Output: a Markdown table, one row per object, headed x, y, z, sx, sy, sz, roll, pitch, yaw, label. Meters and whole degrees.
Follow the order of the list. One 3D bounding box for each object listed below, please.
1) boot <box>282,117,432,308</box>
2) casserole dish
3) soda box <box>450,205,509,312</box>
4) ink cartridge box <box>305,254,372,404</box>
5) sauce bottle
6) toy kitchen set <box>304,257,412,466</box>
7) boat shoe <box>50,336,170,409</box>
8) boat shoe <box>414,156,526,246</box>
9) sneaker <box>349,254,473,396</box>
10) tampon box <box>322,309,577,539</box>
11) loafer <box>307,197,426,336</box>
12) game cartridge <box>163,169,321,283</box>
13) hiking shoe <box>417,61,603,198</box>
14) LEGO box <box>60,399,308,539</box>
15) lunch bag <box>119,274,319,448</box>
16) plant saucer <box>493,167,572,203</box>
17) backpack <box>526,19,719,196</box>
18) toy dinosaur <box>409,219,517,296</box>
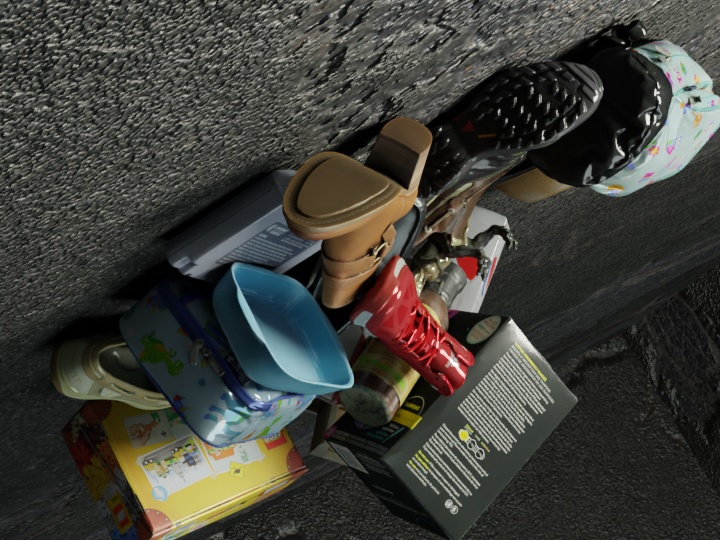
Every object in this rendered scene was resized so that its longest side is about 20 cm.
| x | y | z | sx | sy | sz | roll | pitch | yaw | label |
| --- | --- | --- | --- | --- | --- | --- | --- | --- | --- |
| -0.012 | -0.029 | 1.222 | 0.200 | 0.074 | 0.155 | -34 | 153 | -49 | boot |
| -0.072 | 0.058 | 1.297 | 0.039 | 0.122 | 0.200 | -33 | 162 | 16 | casserole dish |
| 0.105 | 0.027 | 1.642 | 0.068 | 0.063 | 0.201 | 49 | 61 | -77 | soda box |
| -0.010 | 0.062 | 1.567 | 0.146 | 0.083 | 0.200 | -65 | 168 | 1 | ink cartridge box |
| 0.048 | 0.068 | 1.489 | 0.200 | 0.065 | 0.065 | -57 | -174 | -36 | sauce bottle |
| -0.017 | 0.098 | 1.711 | 0.162 | 0.201 | 0.180 | 19 | 149 | -14 | toy kitchen set |
| -0.199 | 0.091 | 1.371 | 0.063 | 0.074 | 0.200 | -10 | 166 | 36 | boat shoe |
| 0.082 | -0.060 | 1.439 | 0.202 | 0.075 | 0.075 | -29 | -175 | 13 | boat shoe |
| 0.059 | 0.054 | 1.348 | 0.078 | 0.115 | 0.200 | -53 | 172 | -2 | sneaker |
| 0.092 | 0.154 | 1.512 | 0.200 | 0.126 | 0.150 | -46 | -160 | -17 | tampon box |
| 0.000 | 0.000 | 1.394 | 0.201 | 0.068 | 0.071 | -53 | -168 | 31 | loafer |
| -0.081 | -0.035 | 1.287 | 0.133 | 0.041 | 0.200 | -28 | 169 | 10 | game cartridge |
| 0.131 | -0.133 | 1.326 | 0.199 | 0.076 | 0.101 | -25 | 179 | 21 | hiking shoe |
| -0.176 | 0.182 | 1.473 | 0.199 | 0.149 | 0.077 | -18 | 163 | -40 | LEGO box |
| -0.126 | 0.076 | 1.342 | 0.082 | 0.161 | 0.200 | -42 | 166 | 14 | lunch bag |
| 0.243 | -0.117 | 1.588 | 0.199 | 0.036 | 0.200 | -23 | -179 | 1 | plant saucer |
| 0.263 | -0.150 | 1.405 | 0.167 | 0.127 | 0.200 | -41 | 167 | 32 | backpack |
| 0.104 | -0.027 | 1.474 | 0.200 | 0.088 | 0.048 | -56 | 144 | -27 | toy dinosaur |
